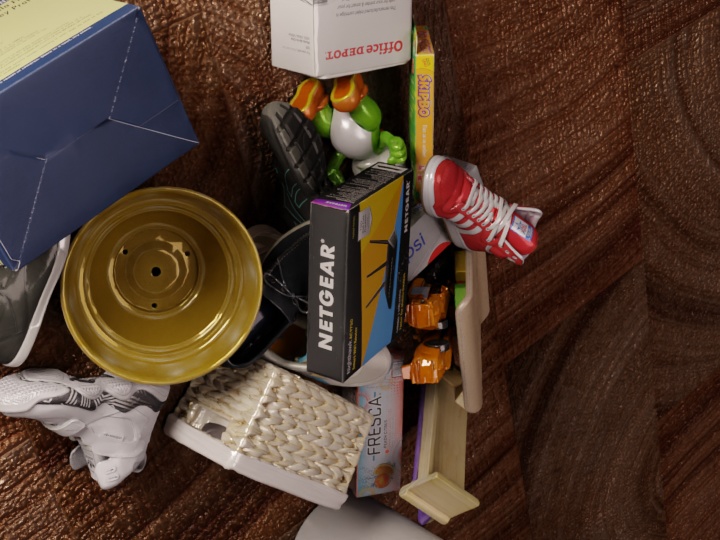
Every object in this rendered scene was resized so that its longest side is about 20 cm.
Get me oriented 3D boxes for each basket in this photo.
[{"bbox_3d":[-0.099,0.177,1.345,0.200,0.135,0.124,33,79,-44],"label":"basket"}]

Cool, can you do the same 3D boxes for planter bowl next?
[{"bbox_3d":[-0.204,0.009,1.193,0.199,0.083,0.202,-3,103,-15],"label":"planter bowl"}]

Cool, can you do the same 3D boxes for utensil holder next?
[{"bbox_3d":[0.030,0.392,1.498,0.169,0.200,0.171,-17,117,-37],"label":"utensil holder"}]

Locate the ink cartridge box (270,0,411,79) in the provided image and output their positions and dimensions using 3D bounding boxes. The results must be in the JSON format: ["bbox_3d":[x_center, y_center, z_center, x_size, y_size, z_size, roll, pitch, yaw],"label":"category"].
[{"bbox_3d":[-0.021,-0.318,1.256,0.145,0.084,0.201,-17,117,-39],"label":"ink cartridge box"}]

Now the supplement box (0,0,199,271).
[{"bbox_3d":[-0.287,-0.132,1.000,0.200,0.199,0.135,-39,129,-25],"label":"supplement box"}]

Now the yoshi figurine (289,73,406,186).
[{"bbox_3d":[-0.001,-0.127,1.343,0.112,0.112,0.200,-41,134,-4],"label":"yoshi figurine"}]

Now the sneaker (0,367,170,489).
[{"bbox_3d":[-0.288,0.163,1.201,0.199,0.075,0.116,3,101,-47],"label":"sneaker"}]

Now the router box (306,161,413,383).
[{"bbox_3d":[0.000,0.000,1.274,0.149,0.051,0.201,-36,134,-53],"label":"router box"}]

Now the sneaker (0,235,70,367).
[{"bbox_3d":[-0.339,-0.005,1.091,0.099,0.071,0.201,8,105,-49],"label":"sneaker"}]

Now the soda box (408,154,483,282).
[{"bbox_3d":[0.070,-0.054,1.457,0.200,0.063,0.068,-43,131,-23],"label":"soda box"}]

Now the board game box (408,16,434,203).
[{"bbox_3d":[0.069,-0.189,1.358,0.030,0.096,0.201,-4,121,0],"label":"board game box"}]

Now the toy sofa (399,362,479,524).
[{"bbox_3d":[0.095,0.221,1.518,0.083,0.097,0.201,38,39,-29],"label":"toy sofa"}]

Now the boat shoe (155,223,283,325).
[{"bbox_3d":[-0.149,0.028,1.285,0.202,0.065,0.075,-41,129,-23],"label":"boat shoe"}]

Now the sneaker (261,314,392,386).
[{"bbox_3d":[-0.048,0.094,1.355,0.199,0.081,0.077,16,94,-25],"label":"sneaker"}]

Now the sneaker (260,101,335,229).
[{"bbox_3d":[-0.070,-0.093,1.297,0.201,0.079,0.076,62,33,-29],"label":"sneaker"}]

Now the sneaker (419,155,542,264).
[{"bbox_3d":[0.145,-0.068,1.366,0.072,0.112,0.200,-66,151,-11],"label":"sneaker"}]

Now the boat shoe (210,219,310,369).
[{"bbox_3d":[-0.089,0.029,1.252,0.200,0.062,0.075,-48,117,-12],"label":"boat shoe"}]

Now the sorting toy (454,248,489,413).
[{"bbox_3d":[0.139,0.052,1.512,0.201,0.036,0.186,-77,162,-51],"label":"sorting toy"}]

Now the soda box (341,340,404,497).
[{"bbox_3d":[0.014,0.181,1.484,0.063,0.068,0.201,-5,111,-18],"label":"soda box"}]

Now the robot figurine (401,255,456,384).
[{"bbox_3d":[0.087,0.063,1.462,0.200,0.058,0.146,-53,139,-75],"label":"robot figurine"}]
